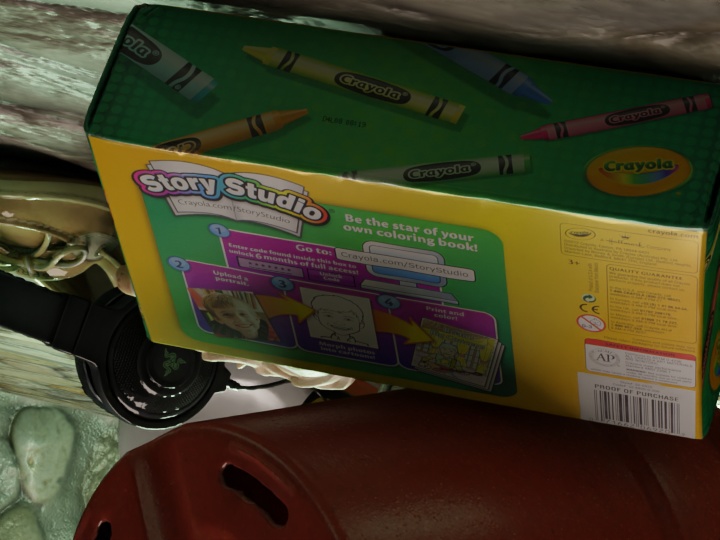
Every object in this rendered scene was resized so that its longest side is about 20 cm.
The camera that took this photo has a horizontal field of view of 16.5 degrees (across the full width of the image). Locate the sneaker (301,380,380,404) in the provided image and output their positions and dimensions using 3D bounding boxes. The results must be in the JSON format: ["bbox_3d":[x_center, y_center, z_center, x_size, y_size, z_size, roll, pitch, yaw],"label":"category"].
[{"bbox_3d":[0.042,0.132,1.217,0.200,0.090,0.070,40,161,-9],"label":"sneaker"}]

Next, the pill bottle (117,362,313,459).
[{"bbox_3d":[-0.071,0.063,1.326,0.112,0.113,0.200,12,-167,-6],"label":"pill bottle"}]

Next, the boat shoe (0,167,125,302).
[{"bbox_3d":[-0.147,-0.009,1.235,0.073,0.063,0.201,9,172,13],"label":"boat shoe"}]

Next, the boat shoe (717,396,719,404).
[{"bbox_3d":[0.115,0.009,0.946,0.200,0.073,0.065,13,177,-11],"label":"boat shoe"}]

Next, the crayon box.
[{"bbox_3d":[0.020,-0.015,0.802,0.200,0.058,0.119,10,146,14],"label":"crayon box"}]

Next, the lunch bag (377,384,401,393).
[{"bbox_3d":[0.060,0.111,1.080,0.139,0.168,0.200,-22,175,-2],"label":"lunch bag"}]

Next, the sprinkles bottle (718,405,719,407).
[{"bbox_3d":[0.197,0.033,1.023,0.200,0.068,0.068,10,172,12],"label":"sprinkles bottle"}]

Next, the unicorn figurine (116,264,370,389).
[{"bbox_3d":[-0.030,-0.001,0.960,0.137,0.074,0.200,27,170,12],"label":"unicorn figurine"}]

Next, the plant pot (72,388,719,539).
[{"bbox_3d":[0.014,0.123,0.857,0.201,0.201,0.195,4,-179,43],"label":"plant pot"}]

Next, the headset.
[{"bbox_3d":[-0.101,0.053,1.155,0.200,0.094,0.124,20,177,-3],"label":"headset"}]
